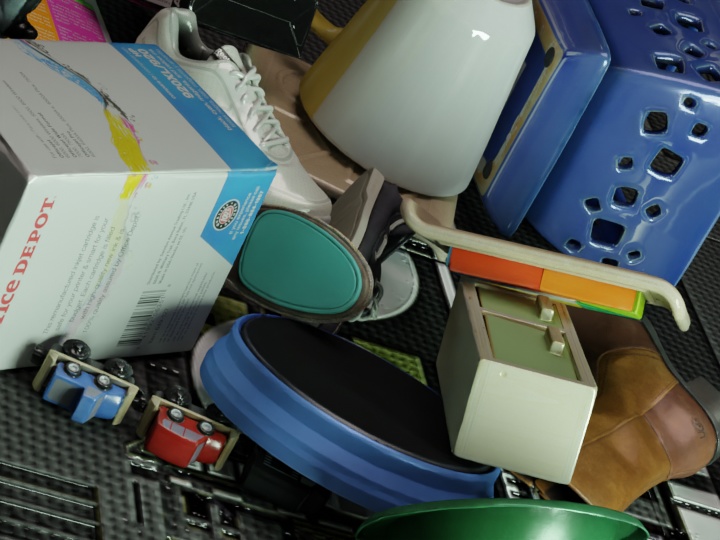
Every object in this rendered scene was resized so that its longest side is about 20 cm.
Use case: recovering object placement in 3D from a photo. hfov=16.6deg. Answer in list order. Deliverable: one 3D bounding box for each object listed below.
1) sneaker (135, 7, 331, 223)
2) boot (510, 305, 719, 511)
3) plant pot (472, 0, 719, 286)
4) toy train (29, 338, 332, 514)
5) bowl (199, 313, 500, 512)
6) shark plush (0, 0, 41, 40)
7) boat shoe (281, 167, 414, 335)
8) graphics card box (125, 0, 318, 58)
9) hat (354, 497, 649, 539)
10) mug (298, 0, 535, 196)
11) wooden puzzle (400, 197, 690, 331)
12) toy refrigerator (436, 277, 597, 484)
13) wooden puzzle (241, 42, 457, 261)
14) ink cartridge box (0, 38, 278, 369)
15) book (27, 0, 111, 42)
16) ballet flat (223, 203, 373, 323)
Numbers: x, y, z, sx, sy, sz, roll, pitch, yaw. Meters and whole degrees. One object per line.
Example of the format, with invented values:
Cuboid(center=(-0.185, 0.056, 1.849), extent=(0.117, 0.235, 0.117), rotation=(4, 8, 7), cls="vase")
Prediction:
Cuboid(center=(-0.091, -0.104, 1.724), extent=(0.200, 0.081, 0.075), rotation=(42, 20, 17), cls="sneaker")
Cuboid(center=(0.141, 0.095, 1.703), extent=(0.188, 0.069, 0.199), rotation=(46, 40, 20), cls="boot")
Cuboid(center=(0.186, -0.123, 1.944), extent=(0.179, 0.201, 0.201), rotation=(16, 31, -22), cls="plant pot")
Cuboid(center=(-0.107, 0.096, 1.472), extent=(0.199, 0.034, 0.046), rotation=(25, 39, -9), cls="toy train")
Cuboid(center=(-0.003, 0.090, 1.519), extent=(0.199, 0.040, 0.201), rotation=(27, 12, -6), cls="bowl")
Cuboid(center=(-0.274, -0.135, 1.559), extent=(0.083, 0.199, 0.091), rotation=(52, 29, -24), cls="shark plush")
Cuboid(center=(0.000, 0.000, 1.695), extent=(0.063, 0.073, 0.200), rotation=(43, 30, -13), cls="boat shoe")
Cuboid(center=(-0.142, -0.217, 1.865), extent=(0.199, 0.051, 0.125), rotation=(21, 3, 43), cls="graphics card box")
Cuboid(center=(0.073, 0.230, 1.399), extent=(0.199, 0.165, 0.178), rotation=(12, 68, -34), cls="hat")
Cuboid(center=(0.038, -0.170, 1.842), extent=(0.186, 0.154, 0.150), rotation=(30, 27, -6), cls="mug")
Cuboid(center=(0.127, 0.004, 1.678), extent=(0.198, 0.038, 0.185), rotation=(18, -1, 10), cls="wooden puzzle")
Cuboid(center=(0.096, 0.063, 1.558), extent=(0.075, 0.071, 0.200), rotation=(15, 13, -4), cls="toy refrigerator")
Cuboid(center=(-0.017, -0.089, 1.868), extent=(0.199, 0.046, 0.186), rotation=(30, 27, -8), cls="wooden puzzle")
Cuboid(center=(-0.187, -0.043, 1.506), extent=(0.199, 0.148, 0.145), rotation=(-3, 40, -47), cls="ink cartridge box")
Cuboid(center=(-0.232, -0.158, 1.777), extent=(0.133, 0.048, 0.201), rotation=(17, 29, -30), cls="book")
Cuboid(center=(-0.069, -0.012, 1.618), extent=(0.199, 0.069, 0.067), rotation=(23, -6, 24), cls="ballet flat")
